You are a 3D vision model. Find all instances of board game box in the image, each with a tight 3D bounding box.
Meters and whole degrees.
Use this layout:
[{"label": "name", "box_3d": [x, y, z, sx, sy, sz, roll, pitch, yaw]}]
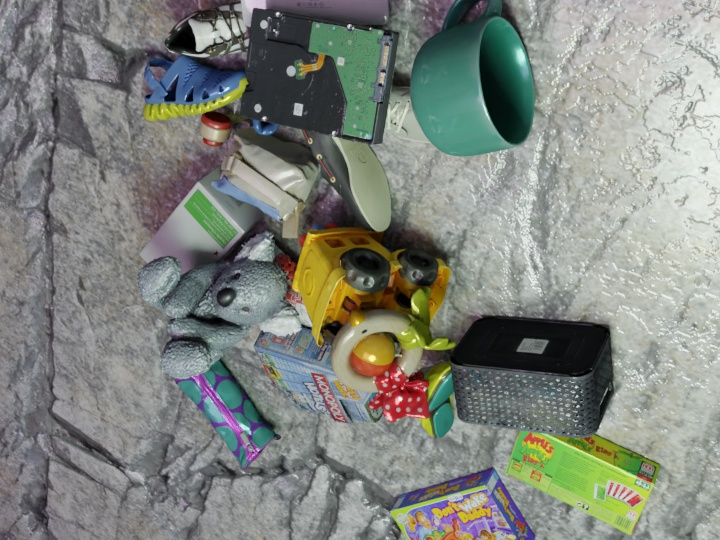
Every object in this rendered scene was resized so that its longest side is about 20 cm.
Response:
[{"label": "board game box", "box_3d": [0.161, 0.406, 1.549, 0.198, 0.045, 0.136, -26, 100, 37]}, {"label": "board game box", "box_3d": [0.317, 0.286, 1.394, 0.197, 0.048, 0.103, 24, 124, 17]}, {"label": "board game box", "box_3d": [-0.039, 0.170, 1.487, 0.196, 0.062, 0.202, 7, 140, 28]}]

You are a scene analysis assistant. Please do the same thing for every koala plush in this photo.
[{"label": "koala plush", "box_3d": [-0.186, 0.040, 1.409, 0.197, 0.183, 0.180, -25, 81, 23]}]

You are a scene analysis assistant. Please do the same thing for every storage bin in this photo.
[{"label": "storage bin", "box_3d": [0.232, 0.139, 1.307, 0.196, 0.135, 0.096, 2, 117, 29]}]

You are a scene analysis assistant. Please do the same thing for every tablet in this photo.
[{"label": "tablet", "box_3d": [-0.062, -0.380, 1.242, 0.195, 0.014, 0.133, 1, 117, 9]}]

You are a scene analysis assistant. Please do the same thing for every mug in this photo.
[{"label": "mug", "box_3d": [0.133, -0.229, 1.177, 0.113, 0.187, 0.153, -8, 136, 35]}]

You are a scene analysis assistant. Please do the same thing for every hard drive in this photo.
[{"label": "hard drive", "box_3d": [-0.054, -0.247, 1.225, 0.196, 0.038, 0.143, 14, 104, 23]}]

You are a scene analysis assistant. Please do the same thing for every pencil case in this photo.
[{"label": "pencil case", "box_3d": [-0.229, 0.235, 1.651, 0.085, 0.092, 0.201, -39, 92, -3]}]

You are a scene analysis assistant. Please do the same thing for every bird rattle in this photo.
[{"label": "bird rattle", "box_3d": [0.035, 0.112, 1.305, 0.160, 0.114, 0.202, 10, 131, -20]}]

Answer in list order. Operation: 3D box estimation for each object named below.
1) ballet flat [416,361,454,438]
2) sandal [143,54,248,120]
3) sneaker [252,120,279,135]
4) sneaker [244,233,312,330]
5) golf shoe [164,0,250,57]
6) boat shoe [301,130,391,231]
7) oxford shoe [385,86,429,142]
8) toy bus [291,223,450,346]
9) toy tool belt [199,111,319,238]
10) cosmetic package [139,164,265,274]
[{"label": "ballet flat", "box_3d": [0.105, 0.180, 1.420, 0.067, 0.066, 0.201, 43, 157, 26]}, {"label": "sandal", "box_3d": [-0.248, -0.272, 1.406, 0.196, 0.079, 0.089, -3, 110, 29]}, {"label": "sneaker", "box_3d": [-0.086, -0.251, 1.303, 0.076, 0.087, 0.200, 21, 141, -27]}, {"label": "sneaker", "box_3d": [-0.086, 0.019, 1.469, 0.107, 0.067, 0.203, -17, 110, 39]}, {"label": "golf shoe", "box_3d": [-0.180, -0.327, 1.325, 0.197, 0.094, 0.079, -8, 110, 31]}, {"label": "boat shoe", "box_3d": [-0.019, -0.145, 1.344, 0.062, 0.073, 0.204, -18, 103, 42]}, {"label": "oxford shoe", "box_3d": [0.039, -0.209, 1.266, 0.196, 0.058, 0.076, 19, 122, 0]}, {"label": "toy bus", "box_3d": [0.000, 0.000, 1.370, 0.193, 0.197, 0.138, 55, 138, 41]}, {"label": "toy tool belt", "box_3d": [-0.160, -0.134, 1.399, 0.197, 0.125, 0.125, 27, 117, 15]}, {"label": "cosmetic package", "box_3d": [-0.246, -0.060, 1.511, 0.108, 0.085, 0.200, 45, 127, -3]}]
